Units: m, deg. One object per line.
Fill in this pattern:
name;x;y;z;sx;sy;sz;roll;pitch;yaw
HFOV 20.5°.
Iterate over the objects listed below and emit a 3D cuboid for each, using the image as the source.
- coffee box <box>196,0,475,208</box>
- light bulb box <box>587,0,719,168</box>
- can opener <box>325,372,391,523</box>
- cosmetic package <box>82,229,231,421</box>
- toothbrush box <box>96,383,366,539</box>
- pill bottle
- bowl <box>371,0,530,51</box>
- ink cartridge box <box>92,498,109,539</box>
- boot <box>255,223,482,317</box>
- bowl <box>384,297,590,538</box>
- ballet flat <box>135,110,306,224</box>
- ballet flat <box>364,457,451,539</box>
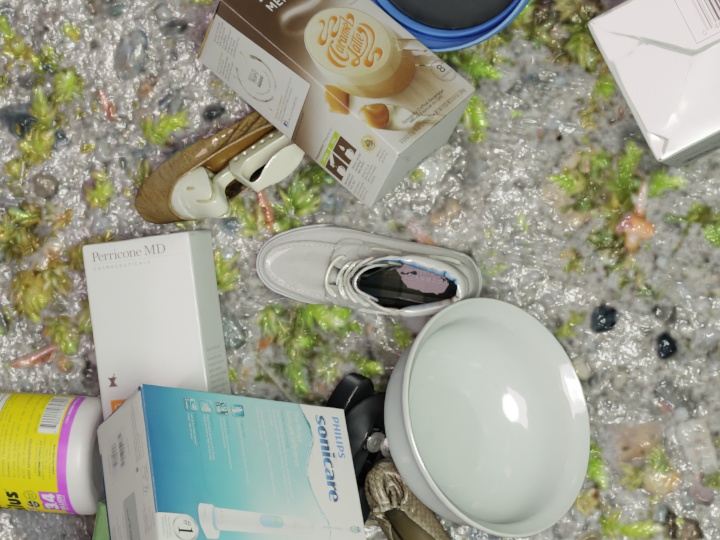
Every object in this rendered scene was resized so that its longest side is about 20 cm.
coffee box;-0.022;-0.164;1.667;0.200;0.114;0.080;40;142;10
light bulb box;0.301;-0.178;1.570;0.198;0.200;0.125;-27;86;12
can opener;-0.010;0.192;1.732;0.063;0.079;0.200;12;101;-28
cosmetic package;-0.174;0.070;1.746;0.101;0.071;0.200;-8;91;12
toothbrush box;-0.104;0.184;1.635;0.085;0.200;0.147;-43;49;44
pill bottle;-0.321;0.158;1.763;0.200;0.104;0.104;3;93;12
bowl;0.067;-0.284;1.666;0.200;0.039;0.201;7;105;27
ink cartridge box;-0.166;0.306;1.748;0.145;0.084;0.200;10;95;10
boot;0.000;0.000;1.693;0.200;0.096;0.074;3;93;11
bowl;0.089;0.128;1.659;0.090;0.201;0.201;-21;88;50
ballet flat;-0.106;-0.087;1.719;0.200;0.072;0.068;-29;131;8
ballet flat;0.062;0.248;1.693;0.067;0.046;0.200;-23;107;22
